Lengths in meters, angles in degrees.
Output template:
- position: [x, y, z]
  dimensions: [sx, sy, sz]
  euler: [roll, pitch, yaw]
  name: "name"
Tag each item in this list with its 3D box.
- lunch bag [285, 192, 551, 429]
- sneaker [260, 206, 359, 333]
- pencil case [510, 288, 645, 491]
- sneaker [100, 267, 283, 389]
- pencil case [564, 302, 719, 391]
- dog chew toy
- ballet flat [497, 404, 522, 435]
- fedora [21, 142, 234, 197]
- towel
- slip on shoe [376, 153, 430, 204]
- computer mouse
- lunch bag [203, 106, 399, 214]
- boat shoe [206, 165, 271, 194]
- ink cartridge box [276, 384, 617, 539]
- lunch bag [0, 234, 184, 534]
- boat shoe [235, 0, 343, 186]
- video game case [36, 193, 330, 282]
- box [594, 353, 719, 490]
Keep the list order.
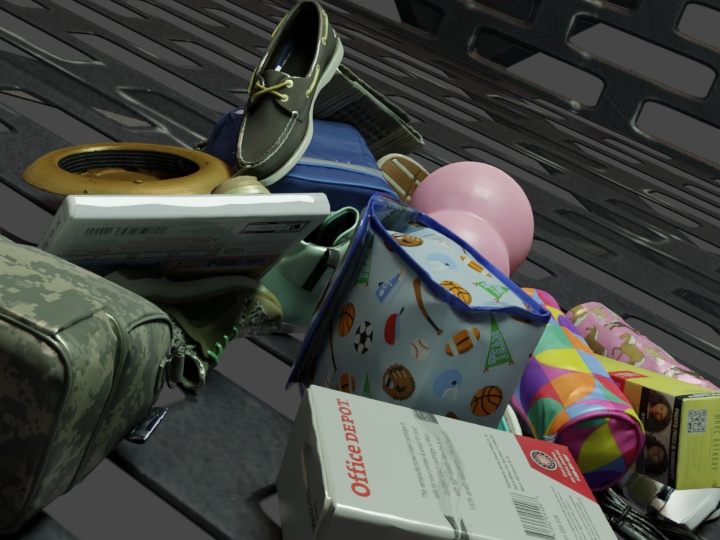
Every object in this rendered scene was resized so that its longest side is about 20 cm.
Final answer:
- position: [0.025, 0.050, 0.885]
  dimensions: [0.123, 0.171, 0.200]
  euler: [14, 21, -31]
  name: "lunch bag"
- position: [0.000, 0.000, 1.049]
  dimensions: [0.199, 0.119, 0.074]
  euler: [-1, 44, -40]
  name: "sneaker"
- position: [0.156, 0.094, 0.925]
  dimensions: [0.088, 0.089, 0.200]
  euler: [14, 26, -18]
  name: "pencil case"
- position: [-0.135, 0.056, 0.898]
  dimensions: [0.199, 0.077, 0.089]
  euler: [3, 58, -48]
  name: "sneaker"
- position: [0.273, 0.110, 1.102]
  dimensions: [0.086, 0.083, 0.200]
  euler: [16, 17, -42]
  name: "pencil case"
- position: [0.087, -0.011, 1.051]
  dimensions: [0.124, 0.125, 0.200]
  euler: [22, 45, 6]
  name: "dog chew toy"
- position: [0.078, 0.109, 0.952]
  dimensions: [0.069, 0.070, 0.200]
  euler: [3, 25, -41]
  name: "ballet flat"
- position: [-0.212, -0.062, 1.050]
  dimensions: [0.199, 0.082, 0.201]
  euler: [2, 19, -1]
  name: "fedora"
- position: [-0.052, -0.139, 1.228]
  dimensions: [0.192, 0.199, 0.035]
  euler: [32, 38, -53]
  name: "towel"
- position: [0.075, -0.048, 1.260]
  dimensions: [0.200, 0.076, 0.061]
  euler: [44, -7, -23]
  name: "slip on shoe"
- position: [0.257, 0.183, 0.948]
  dimensions: [0.109, 0.044, 0.200]
  euler: [29, 21, 27]
  name: "computer mouse"
- position: [-0.060, -0.066, 1.152]
  dimensions: [0.199, 0.136, 0.133]
  euler: [5, 41, -31]
  name: "lunch bag"
- position: [-0.118, -0.038, 0.971]
  dimensions: [0.073, 0.200, 0.063]
  euler: [-10, 72, -19]
  name: "boat shoe"
- position: [0.052, 0.162, 0.734]
  dimensions: [0.199, 0.084, 0.144]
  euler: [16, 20, -15]
  name: "ink cartridge box"
- position: [-0.223, 0.044, 0.691]
  dimensions: [0.199, 0.140, 0.168]
  euler: [24, 20, 8]
  name: "lunch bag"
- position: [-0.074, -0.169, 1.066]
  dimensions: [0.071, 0.061, 0.202]
  euler: [5, 55, 22]
  name: "boat shoe"
- position: [-0.149, -0.014, 0.873]
  dimensions: [0.199, 0.182, 0.022]
  euler: [-3, 70, -30]
  name: "video game case"
- position: [0.223, 0.119, 0.942]
  dimensions: [0.050, 0.076, 0.200]
  euler: [1, 7, -21]
  name: "box"
